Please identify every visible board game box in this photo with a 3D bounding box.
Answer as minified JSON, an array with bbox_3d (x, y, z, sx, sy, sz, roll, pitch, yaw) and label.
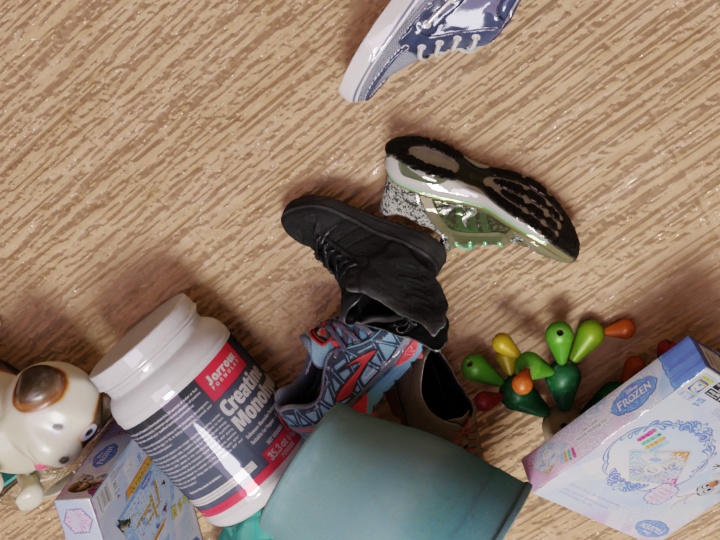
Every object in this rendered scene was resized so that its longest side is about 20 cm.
[{"bbox_3d":[0.284,0.163,1.214,0.200,0.043,0.199,28,120,-39],"label":"board game box"},{"bbox_3d":[-0.226,0.262,1.334,0.041,0.200,0.201,-6,111,16],"label":"board game box"}]

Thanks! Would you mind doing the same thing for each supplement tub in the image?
[{"bbox_3d":[-0.154,0.137,1.297,0.140,0.140,0.200,-36,102,23],"label":"supplement tub"}]

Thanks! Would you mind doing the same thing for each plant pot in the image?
[{"bbox_3d":[0.021,0.221,1.168,0.188,0.200,0.201,34,116,8],"label":"plant pot"}]

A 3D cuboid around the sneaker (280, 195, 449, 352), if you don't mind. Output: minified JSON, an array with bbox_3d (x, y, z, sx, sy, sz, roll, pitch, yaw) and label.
[{"bbox_3d":[0.000,0.002,1.203,0.199,0.104,0.060,17,145,19],"label":"sneaker"}]

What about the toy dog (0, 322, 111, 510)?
[{"bbox_3d":[-0.345,0.147,1.331,0.199,0.195,0.140,-5,148,32],"label":"toy dog"}]

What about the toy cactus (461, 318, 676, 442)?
[{"bbox_3d":[0.197,0.125,1.252,0.199,0.102,0.166,-4,122,4],"label":"toy cactus"}]

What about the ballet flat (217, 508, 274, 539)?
[{"bbox_3d":[-0.106,0.268,1.358,0.067,0.200,0.071,12,75,-15],"label":"ballet flat"}]

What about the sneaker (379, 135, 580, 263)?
[{"bbox_3d":[0.104,-0.049,1.209,0.199,0.077,0.089,27,128,6],"label":"sneaker"}]

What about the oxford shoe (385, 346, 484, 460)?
[{"bbox_3d":[0.084,0.166,1.263,0.201,0.070,0.075,64,151,-1],"label":"oxford shoe"}]

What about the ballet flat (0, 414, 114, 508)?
[{"bbox_3d":[-0.312,0.195,1.408,0.200,0.071,0.065,-33,129,25],"label":"ballet flat"}]

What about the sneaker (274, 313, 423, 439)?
[{"bbox_3d":[-0.007,0.076,1.240,0.095,0.079,0.200,30,96,-30],"label":"sneaker"}]

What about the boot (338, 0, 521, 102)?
[{"bbox_3d":[0.067,-0.207,1.137,0.090,0.073,0.200,37,115,1],"label":"boot"}]
